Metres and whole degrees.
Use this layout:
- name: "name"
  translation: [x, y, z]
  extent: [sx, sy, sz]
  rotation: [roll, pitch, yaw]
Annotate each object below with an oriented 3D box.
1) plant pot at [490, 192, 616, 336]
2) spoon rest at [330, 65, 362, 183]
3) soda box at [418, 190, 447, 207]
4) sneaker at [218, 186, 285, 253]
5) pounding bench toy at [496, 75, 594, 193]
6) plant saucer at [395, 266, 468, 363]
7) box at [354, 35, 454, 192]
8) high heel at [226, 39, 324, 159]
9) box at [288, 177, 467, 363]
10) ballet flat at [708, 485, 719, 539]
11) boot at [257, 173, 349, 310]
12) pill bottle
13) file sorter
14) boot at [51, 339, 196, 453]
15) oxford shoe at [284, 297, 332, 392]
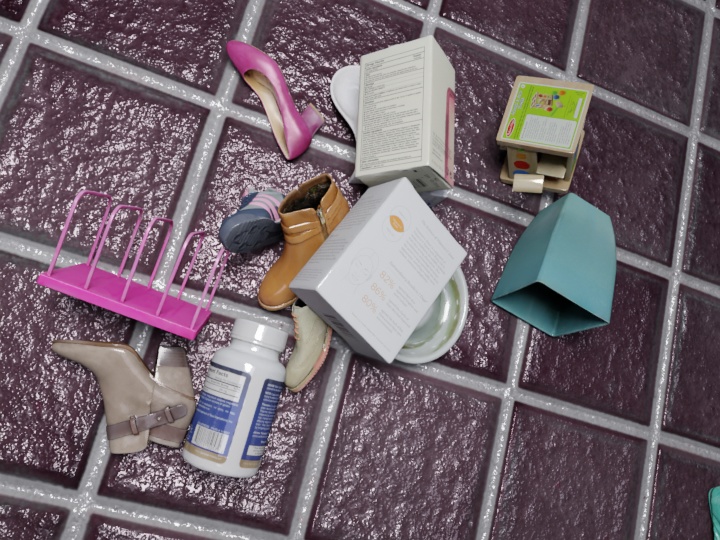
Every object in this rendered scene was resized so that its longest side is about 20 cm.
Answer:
- name: "plant pot"
  translation: [0.346, -0.017, 0.879]
  extent: [0.140, 0.141, 0.202]
  rotation: [29, 68, -8]
- name: "spoon rest"
  translation: [0.000, -0.253, 0.865]
  extent: [0.098, 0.061, 0.204]
  rotation: [-2, 83, -14]
- name: "soda box"
  translation: [0.113, -0.219, 0.886]
  extent: [0.067, 0.064, 0.204]
  rotation: [6, 80, -13]
- name: "sneaker"
  translation: [-0.159, -0.081, 0.748]
  extent: [0.082, 0.200, 0.070]
  rotation: [44, 110, 6]
- name: "pounding bench toy"
  translation: [0.302, -0.192, 0.876]
  extent: [0.122, 0.156, 0.203]
  rotation: [16, 76, 22]
- name: "plant saucer"
  translation: [0.083, 0.048, 0.837]
  extent: [0.197, 0.050, 0.204]
  rotation: [1, 86, -23]
- name: "box"
  translation: [0.072, -0.231, 0.797]
  extent: [0.126, 0.108, 0.204]
  rotation: [-3, 79, 31]
- name: "high heel"
  translation: [-0.155, -0.274, 0.826]
  extent: [0.200, 0.067, 0.096]
  rotation: [44, 63, -18]
- name: "box"
  translation: [0.027, -0.001, 0.724]
  extent: [0.152, 0.106, 0.201]
  rotation: [46, 70, -20]
- name: "ballet flat"
  translation: [0.674, 0.498, 0.917]
  extent: [0.066, 0.070, 0.204]
  rotation: [1, 82, -14]
- name: "boot"
  translation: [-0.092, -0.039, 0.749]
  extent: [0.199, 0.156, 0.077]
  rotation: [-40, 69, -9]
- name: "pill bottle"
  translation: [-0.170, 0.177, 0.731]
  extent: [0.109, 0.111, 0.203]
  rotation: [18, 78, -11]
- name: "file sorter"
  translation: [-0.290, -0.013, 0.700]
  extent: [0.197, 0.139, 0.127]
  rotation: [22, 92, -10]
- name: "boot"
  translation: [-0.331, 0.176, 0.714]
  extent: [0.196, 0.070, 0.149]
  rotation: [7, 82, -13]
- name: "oxford shoe"
  translation: [-0.081, 0.082, 0.773]
  extent: [0.073, 0.070, 0.203]
  rotation: [24, 86, -33]
